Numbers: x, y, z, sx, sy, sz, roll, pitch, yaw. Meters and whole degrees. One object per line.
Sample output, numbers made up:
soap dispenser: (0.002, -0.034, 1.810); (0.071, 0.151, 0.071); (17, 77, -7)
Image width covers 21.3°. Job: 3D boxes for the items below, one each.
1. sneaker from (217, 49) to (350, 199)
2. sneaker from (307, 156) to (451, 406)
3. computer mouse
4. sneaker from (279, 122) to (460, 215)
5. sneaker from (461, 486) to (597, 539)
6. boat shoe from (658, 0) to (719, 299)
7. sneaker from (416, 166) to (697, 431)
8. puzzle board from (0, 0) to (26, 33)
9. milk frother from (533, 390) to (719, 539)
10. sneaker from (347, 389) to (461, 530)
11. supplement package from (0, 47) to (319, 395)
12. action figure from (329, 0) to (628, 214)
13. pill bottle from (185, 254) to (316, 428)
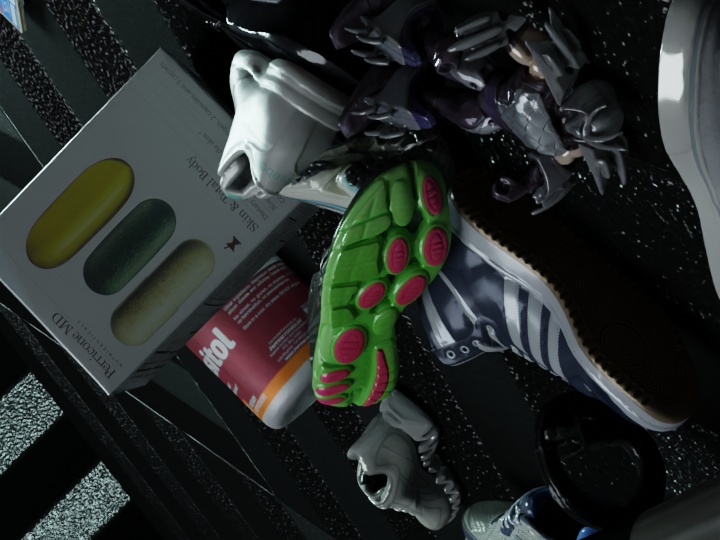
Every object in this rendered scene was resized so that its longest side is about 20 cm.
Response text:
sneaker: (-0.061, -0.085, 1.205); (0.075, 0.089, 0.200); (29, 180, -10)
sneaker: (0.000, 0.000, 1.181); (0.201, 0.076, 0.084); (111, 151, -44)
computer mouse: (-0.064, -0.166, 1.190); (0.140, 0.046, 0.200); (33, 179, -23)
sneaker: (0.003, -0.052, 1.268); (0.087, 0.078, 0.199); (51, 164, -29)
sneaker: (0.149, 0.204, 1.539); (0.199, 0.077, 0.086); (10, 131, 53)
boat shoe: (0.183, -0.047, 0.856); (0.068, 0.072, 0.201); (8, 137, 31)
sneaker: (0.112, 0.040, 1.158); (0.200, 0.070, 0.109); (47, 138, 20)
puzzle board: (-0.346, -0.300, 1.662); (0.151, 0.017, 0.200); (43, 164, 8)
milk frother: (0.197, 0.141, 1.127); (0.187, 0.180, 0.202); (-31, 78, 32)
sneaker: (0.036, 0.186, 1.738); (0.075, 0.081, 0.201); (33, 161, 32)
supplement package: (-0.154, -0.033, 1.418); (0.152, 0.200, 0.151); (45, -178, 2)
action figure: (0.067, -0.093, 1.026); (0.199, 0.069, 0.131); (23, 143, 46)
pill bottle: (-0.106, 0.032, 1.669); (0.200, 0.113, 0.113); (43, 164, 10)
